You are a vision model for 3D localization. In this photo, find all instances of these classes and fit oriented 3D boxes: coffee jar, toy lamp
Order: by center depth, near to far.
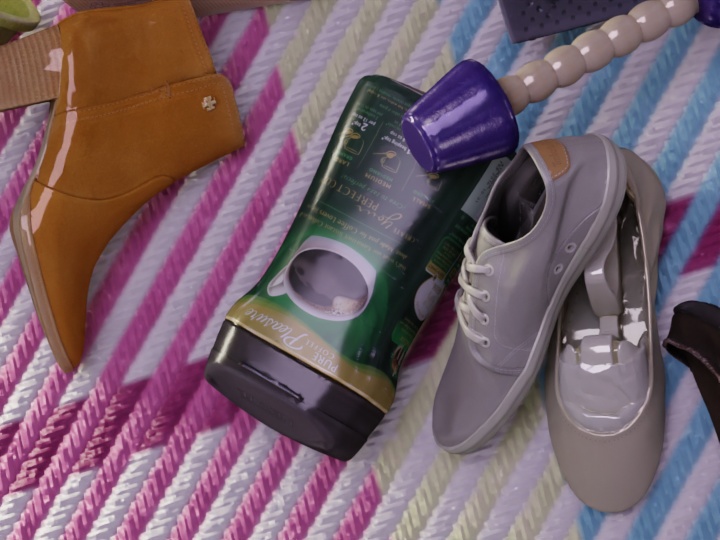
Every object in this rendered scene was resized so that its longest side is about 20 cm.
[{"bbox_3d":[0.113,-0.113,1.386,0.199,0.058,0.058,-31,67,-16],"label":"toy lamp"},{"bbox_3d":[0.000,0.000,1.436,0.104,0.085,0.201,29,85,19],"label":"coffee jar"}]

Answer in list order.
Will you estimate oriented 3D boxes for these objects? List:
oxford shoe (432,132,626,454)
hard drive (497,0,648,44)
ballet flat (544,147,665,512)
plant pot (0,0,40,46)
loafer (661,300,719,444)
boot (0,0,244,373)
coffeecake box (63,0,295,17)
[{"bbox_3d":[0.076,0.010,1.385,0.201,0.057,0.075,-65,31,27],"label":"oxford shoe"},{"bbox_3d":[0.118,-0.236,1.415,0.134,0.042,0.201,-15,111,-9],"label":"hard drive"},{"bbox_3d":[0.130,0.027,1.397,0.069,0.069,0.202,-3,75,17],"label":"ballet flat"},{"bbox_3d":[-0.321,-0.127,1.534,0.200,0.200,0.185,38,101,23],"label":"plant pot"},{"bbox_3d":[0.218,0.099,1.344,0.071,0.073,0.200,-41,68,2],"label":"loafer"},{"bbox_3d":[-0.134,-0.052,1.502,0.143,0.071,0.203,-13,99,-12],"label":"boot"},{"bbox_3d":[-0.100,-0.257,1.544,0.152,0.073,0.202,-8,73,17],"label":"coffeecake box"}]
